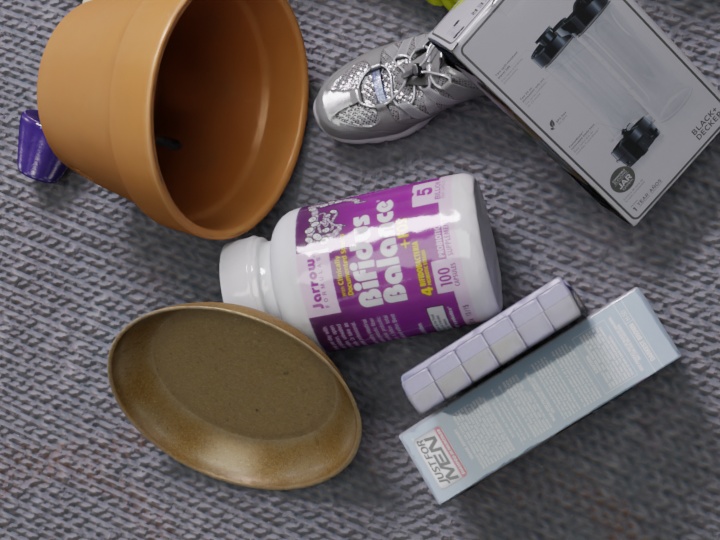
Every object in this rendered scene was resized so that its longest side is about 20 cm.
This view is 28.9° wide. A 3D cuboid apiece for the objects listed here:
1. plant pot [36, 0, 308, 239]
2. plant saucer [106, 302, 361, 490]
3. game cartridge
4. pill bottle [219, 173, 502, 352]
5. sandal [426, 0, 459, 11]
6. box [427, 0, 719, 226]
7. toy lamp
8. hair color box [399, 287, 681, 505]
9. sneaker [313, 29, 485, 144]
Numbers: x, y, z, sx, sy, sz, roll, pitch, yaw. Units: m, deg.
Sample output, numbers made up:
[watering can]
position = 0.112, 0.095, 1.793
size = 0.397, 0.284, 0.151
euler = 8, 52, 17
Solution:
[plant pot]
position = -0.150, -0.133, 1.063
size = 0.139, 0.200, 0.202
euler = 11, 87, 29
[plant saucer]
position = -0.091, 0.088, 1.050
size = 0.199, 0.201, 0.036
euler = 8, 45, 13
[game cartridge]
position = 0.096, 0.051, 0.977
size = 0.129, 0.200, 0.039
euler = -28, 84, 8
[pill bottle]
position = 0.000, 0.000, 1.048
size = 0.199, 0.112, 0.113
euler = -12, 83, 11
[sandal]
position = 0.043, -0.262, 1.074
size = 0.199, 0.079, 0.087
euler = 29, 84, 21
[box]
position = 0.160, -0.141, 1.000
size = 0.200, 0.060, 0.117
euler = 39, 96, -23
[toy lamp]
position = -0.232, -0.169, 1.131
size = 0.058, 0.058, 0.201
euler = 23, 104, 13
[hair color box]
position = 0.133, 0.092, 1.017
size = 0.199, 0.099, 0.061
euler = -32, 80, 8
[sneaker]
position = 0.053, -0.157, 1.065
size = 0.199, 0.082, 0.075
euler = -20, 80, 9
